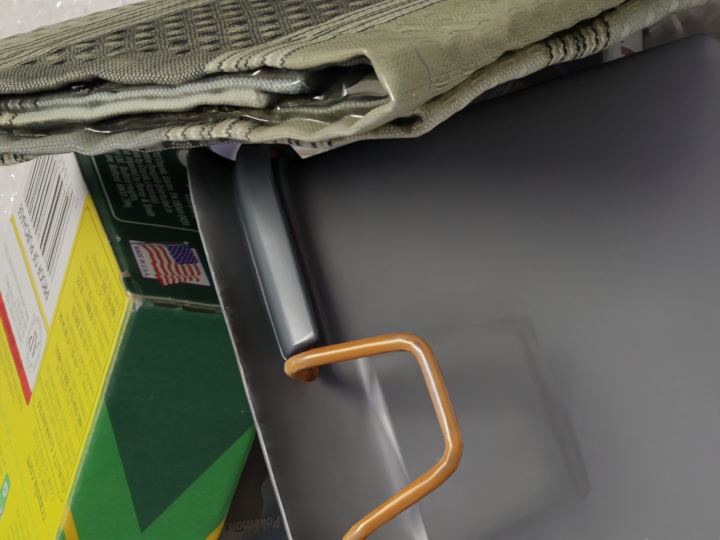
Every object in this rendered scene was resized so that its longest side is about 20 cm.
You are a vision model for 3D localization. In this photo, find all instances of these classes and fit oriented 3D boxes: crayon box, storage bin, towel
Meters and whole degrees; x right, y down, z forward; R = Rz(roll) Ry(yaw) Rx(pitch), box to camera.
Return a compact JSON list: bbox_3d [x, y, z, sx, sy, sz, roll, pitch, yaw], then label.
[{"bbox_3d":[-0.085,0.061,0.721,0.127,0.050,0.201,-118,42,-53],"label":"crayon box"},{"bbox_3d":[0.055,0.041,0.581,0.133,0.146,0.201,-23,67,9],"label":"storage bin"},{"bbox_3d":[-0.005,-0.057,0.615,0.191,0.199,0.035,1,107,41],"label":"towel"}]

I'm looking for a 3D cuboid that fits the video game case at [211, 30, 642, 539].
[{"bbox_3d":[0.000,0.000,0.730,0.199,0.023,0.184,-12,71,39],"label":"video game case"}]
